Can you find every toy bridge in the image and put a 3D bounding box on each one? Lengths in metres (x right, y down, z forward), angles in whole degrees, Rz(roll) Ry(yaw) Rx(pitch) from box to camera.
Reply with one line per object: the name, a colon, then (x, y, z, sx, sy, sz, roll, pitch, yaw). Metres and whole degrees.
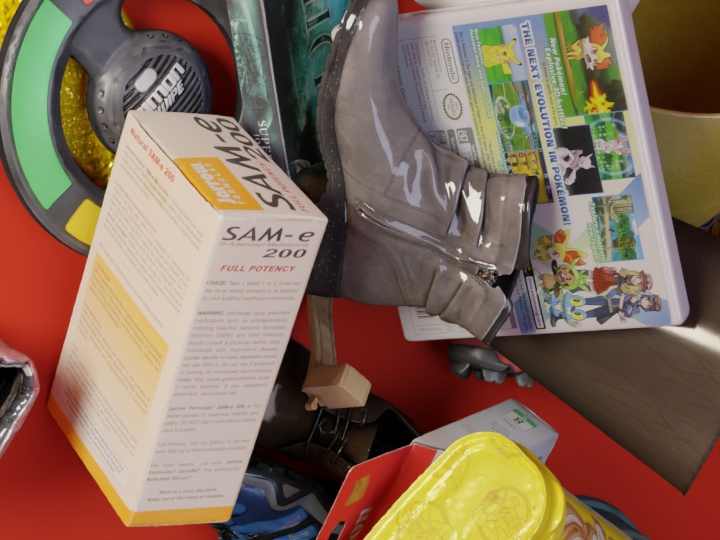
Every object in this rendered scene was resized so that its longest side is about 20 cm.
toy bridge: (0.000, 0.000, 1.290, 0.027, 0.067, 0.201, 42, 56, -35)

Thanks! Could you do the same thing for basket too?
basket: (0.157, 0.021, 1.286, 0.136, 0.199, 0.181, -51, 167, -37)

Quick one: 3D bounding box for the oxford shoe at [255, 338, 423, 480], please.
oxford shoe: (-0.029, 0.088, 1.290, 0.199, 0.084, 0.073, 21, 91, -35)

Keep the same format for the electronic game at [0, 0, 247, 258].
electronic game: (-0.122, -0.101, 1.203, 0.199, 0.042, 0.202, -9, 107, -33)

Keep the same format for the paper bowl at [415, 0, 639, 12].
paper bowl: (0.100, -0.205, 1.233, 0.199, 0.200, 0.105, -4, 108, -34)

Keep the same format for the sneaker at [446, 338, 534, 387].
sneaker: (0.142, 0.024, 1.402, 0.199, 0.071, 0.099, -9, 100, -29)

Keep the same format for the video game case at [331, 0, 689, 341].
video game case: (0.087, -0.058, 1.198, 0.022, 0.181, 0.202, -42, 123, -56)

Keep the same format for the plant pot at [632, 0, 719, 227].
plant pot: (0.193, -0.106, 1.350, 0.199, 0.200, 0.143, -22, 139, -29)

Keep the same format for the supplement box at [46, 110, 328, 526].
supplement box: (-0.102, 0.027, 1.164, 0.073, 0.126, 0.201, 1, 120, -34)

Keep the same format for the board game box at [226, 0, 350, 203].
board game box: (-0.031, -0.139, 1.228, 0.135, 0.028, 0.202, -40, 127, -55)

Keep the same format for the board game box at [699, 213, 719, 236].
board game box: (0.288, -0.049, 1.404, 0.034, 0.199, 0.137, 19, 90, -36)

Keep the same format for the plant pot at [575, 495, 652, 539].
plant pot: (0.193, 0.282, 1.422, 0.199, 0.196, 0.202, -10, 108, -33)

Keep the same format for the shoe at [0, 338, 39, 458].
shoe: (-0.268, 0.099, 1.119, 0.200, 0.091, 0.072, -39, 120, -21)

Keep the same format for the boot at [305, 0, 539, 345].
boot: (0.042, -0.063, 1.175, 0.070, 0.130, 0.202, -58, 157, -58)

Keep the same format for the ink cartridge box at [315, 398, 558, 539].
ink cartridge box: (0.033, 0.175, 1.296, 0.199, 0.050, 0.162, -17, 137, -57)

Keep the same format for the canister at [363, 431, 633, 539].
canister: (0.094, 0.197, 1.283, 0.149, 0.087, 0.200, -48, 143, 3)

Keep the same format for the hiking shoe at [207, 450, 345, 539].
hiking shoe: (-0.059, 0.164, 1.292, 0.199, 0.074, 0.087, 25, 86, -36)
